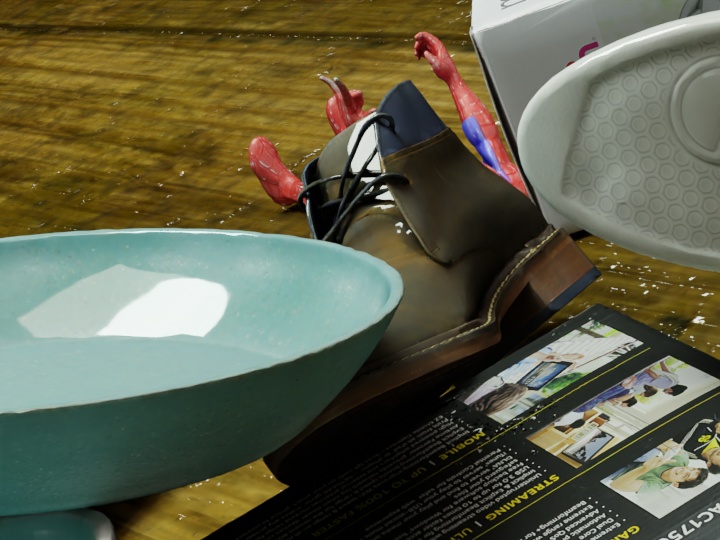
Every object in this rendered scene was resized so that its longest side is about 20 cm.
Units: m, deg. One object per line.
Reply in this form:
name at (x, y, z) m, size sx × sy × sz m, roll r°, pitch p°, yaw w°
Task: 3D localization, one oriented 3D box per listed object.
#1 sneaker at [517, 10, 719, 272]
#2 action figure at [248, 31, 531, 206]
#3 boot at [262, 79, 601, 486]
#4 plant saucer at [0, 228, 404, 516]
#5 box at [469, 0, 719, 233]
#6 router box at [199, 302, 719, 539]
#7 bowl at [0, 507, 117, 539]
sneaker at (0.145, -0.049, 0.669) m, size 0.198 × 0.071 × 0.099 m, roll -8°, pitch 14°, yaw 11°
action figure at (0.007, -0.058, 0.984) m, size 0.065 × 0.100 × 0.200 m, roll -31°, pitch 24°, yaw -17°
boot at (0.000, 0.000, 0.775) m, size 0.075 × 0.097 × 0.200 m, roll -41°, pitch -6°, yaw 27°
plant saucer at (-0.086, 0.027, 0.652) m, size 0.198 × 0.036 × 0.200 m, roll -4°, pitch 12°, yaw 1°
box at (0.138, -0.117, 0.979) m, size 0.175 × 0.097 × 0.200 m, roll -20°, pitch 21°, yaw 11°
router box at (0.028, 0.091, 0.648) m, size 0.199 × 0.051 × 0.149 m, roll -30°, pitch 23°, yaw -16°
bowl at (-0.126, 0.150, 0.569) m, size 0.200 × 0.106 × 0.201 m, roll -24°, pitch 10°, yaw 5°
